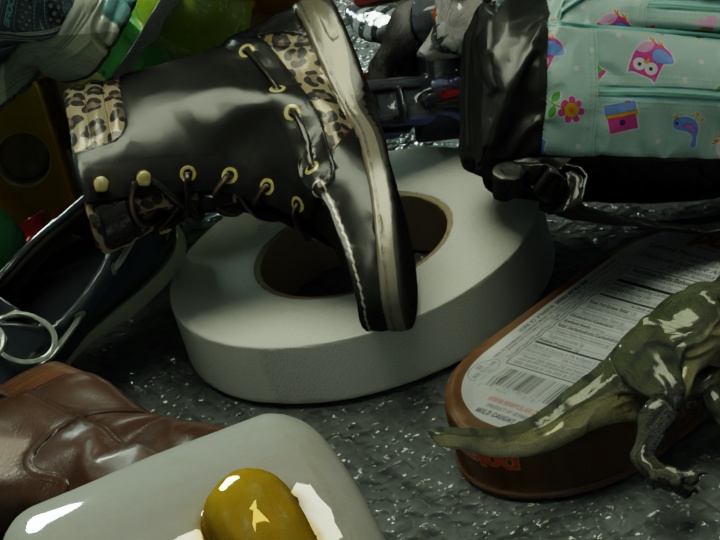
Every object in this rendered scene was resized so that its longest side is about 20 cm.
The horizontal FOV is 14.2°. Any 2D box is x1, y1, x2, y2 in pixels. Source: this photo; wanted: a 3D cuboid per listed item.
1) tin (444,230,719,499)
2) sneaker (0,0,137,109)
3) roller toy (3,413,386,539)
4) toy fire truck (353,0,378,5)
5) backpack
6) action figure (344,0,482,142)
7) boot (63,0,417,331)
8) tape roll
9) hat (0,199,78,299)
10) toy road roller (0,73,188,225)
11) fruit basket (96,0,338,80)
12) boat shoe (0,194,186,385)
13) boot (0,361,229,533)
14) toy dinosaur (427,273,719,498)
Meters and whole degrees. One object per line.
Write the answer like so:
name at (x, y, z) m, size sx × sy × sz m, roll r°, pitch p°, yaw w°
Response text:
tin at (0.126, 0.038, 1.353) m, size 0.200 × 0.042 × 0.112 m, roll -35°, pitch 36°, yaw -31°
sneaker at (-0.192, -0.141, 1.509) m, size 0.200 × 0.086 × 0.078 m, roll -14°, pitch 45°, yaw 56°
roller toy at (-0.041, 0.150, 1.071) m, size 0.140 × 0.200 × 0.182 m, roll -22°, pitch 21°, yaw -11°
toy fire truck at (0.087, -0.194, 1.798) m, size 0.200 × 0.049 × 0.141 m, roll -12°, pitch 25°, yaw 7°
backpack at (0.152, -0.089, 1.408) m, size 0.200 × 0.127 × 0.167 m, roll 1°, pitch 10°, yaw -2°
action figure at (0.019, -0.114, 1.567) m, size 0.200 × 0.105 × 0.193 m, roll -5°, pitch -7°, yaw -23°
boot at (-0.059, -0.039, 1.425) m, size 0.150 × 0.073 × 0.200 m, roll -16°, pitch 59°, yaw -1°
tape roll at (0.000, 0.000, 1.497) m, size 0.202 × 0.037 × 0.203 m, roll -15°, pitch 27°, yaw 8°
hat at (-0.189, 0.013, 1.532) m, size 0.176 × 0.200 × 0.166 m, roll 20°, pitch 6°, yaw 3°
toy road roller at (-0.192, -0.079, 1.674) m, size 0.200 × 0.123 × 0.146 m, roll -14°, pitch 16°, yaw 7°
fruit basket at (-0.060, -0.172, 1.535) m, size 0.094 × 0.200 × 0.185 m, roll 41°, pitch 42°, yaw 11°
boat shoe at (-0.172, 0.027, 1.479) m, size 0.200 × 0.062 × 0.075 m, roll -41°, pitch 52°, yaw -12°
boot at (-0.135, 0.114, 1.345) m, size 0.200 × 0.064 × 0.186 m, roll 18°, pitch 46°, yaw 43°
toy dinosaur at (0.136, 0.053, 1.265) m, size 0.200 × 0.047 × 0.088 m, roll -32°, pitch 65°, yaw -15°
